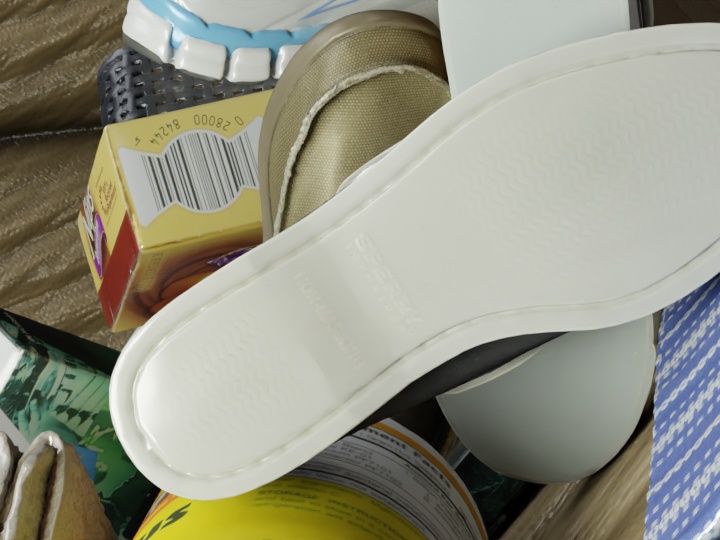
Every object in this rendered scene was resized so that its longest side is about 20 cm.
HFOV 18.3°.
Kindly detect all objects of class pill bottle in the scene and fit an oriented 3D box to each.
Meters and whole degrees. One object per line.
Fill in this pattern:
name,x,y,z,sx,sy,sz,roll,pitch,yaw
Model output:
pill bottle,-0.019,0.105,0.635,0.109,0.109,0.200,-55,3,16

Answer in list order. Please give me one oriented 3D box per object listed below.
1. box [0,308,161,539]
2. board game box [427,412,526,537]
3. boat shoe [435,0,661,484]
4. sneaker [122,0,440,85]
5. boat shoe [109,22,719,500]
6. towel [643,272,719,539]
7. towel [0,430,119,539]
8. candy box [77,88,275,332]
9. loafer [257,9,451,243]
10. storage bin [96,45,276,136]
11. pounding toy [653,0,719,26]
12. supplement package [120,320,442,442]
box,-0.086,0.101,0.745,0.200,0.036,0.145,22,-76,-50
board game box,0.074,0.020,0.842,0.135,0.028,0.200,-54,3,36
boat shoe,0.060,-0.028,0.653,0.064,0.070,0.201,-61,-23,-52
sneaker,0.012,-0.121,0.818,0.199,0.075,0.087,-9,-56,-35
boat shoe,0.027,-0.003,0.595,0.199,0.074,0.060,-32,2,6
towel,0.121,-0.010,0.546,0.145,0.024,0.200,-53,6,24
towel,-0.083,0.152,0.671,0.200,0.034,0.133,72,-160,-49
candy box,-0.007,-0.036,0.898,0.199,0.057,0.117,-15,-13,-16
loafer,0.000,0.000,0.811,0.068,0.076,0.201,-120,31,-46
storage bin,-0.021,-0.045,1.094,0.136,0.199,0.094,84,175,-53
pounding toy,0.075,-0.101,0.746,0.141,0.201,0.184,-14,21,21
supplement package,-0.037,0.068,0.970,0.120,0.121,0.200,97,-161,-52
